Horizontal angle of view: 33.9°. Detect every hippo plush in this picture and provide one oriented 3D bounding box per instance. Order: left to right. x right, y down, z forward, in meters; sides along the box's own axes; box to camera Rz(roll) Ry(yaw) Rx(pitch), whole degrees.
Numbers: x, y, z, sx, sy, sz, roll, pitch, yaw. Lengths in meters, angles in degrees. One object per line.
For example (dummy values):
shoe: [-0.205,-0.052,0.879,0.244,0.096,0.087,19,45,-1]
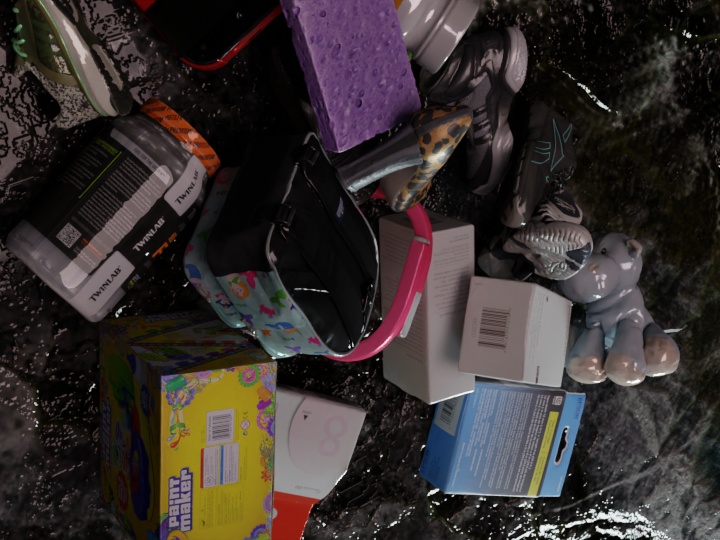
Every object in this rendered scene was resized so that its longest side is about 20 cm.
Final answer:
hippo plush: [0.331,0.039,1.491,0.198,0.159,0.163,-21,114,-24]

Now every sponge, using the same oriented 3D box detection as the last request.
sponge: [-0.013,-0.224,1.109,0.111,0.030,0.202,-30,115,-30]

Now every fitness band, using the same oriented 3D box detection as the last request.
fitness band: [0.000,0.000,1.290,0.037,0.142,0.203,20,88,-67]

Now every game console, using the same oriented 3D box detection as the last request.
game console: [-0.136,-0.311,1.121,0.199,0.031,0.177,-40,97,9]

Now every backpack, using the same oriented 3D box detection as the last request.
backpack: [-0.067,-0.012,1.156,0.200,0.149,0.179,51,44,-39]

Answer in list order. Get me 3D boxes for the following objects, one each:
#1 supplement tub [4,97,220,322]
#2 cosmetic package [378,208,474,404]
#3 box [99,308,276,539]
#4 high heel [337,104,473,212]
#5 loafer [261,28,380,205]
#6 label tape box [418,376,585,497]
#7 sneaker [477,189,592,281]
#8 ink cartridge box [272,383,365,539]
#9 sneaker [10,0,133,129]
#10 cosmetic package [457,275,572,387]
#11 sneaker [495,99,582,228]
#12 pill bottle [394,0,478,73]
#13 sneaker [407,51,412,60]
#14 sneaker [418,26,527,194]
supplement tub: [-0.234,-0.061,1.139,0.200,0.122,0.123,-49,122,-10]
cosmetic package: [0.078,0.039,1.370,0.070,0.101,0.203,-11,110,-29]
box: [-0.179,0.165,1.193,0.121,0.192,0.203,-5,105,-29]
high heel: [0.077,-0.119,1.196,0.199,0.141,0.072,-7,72,-66]
loafer: [-0.041,-0.163,1.254,0.073,0.071,0.202,-32,109,-20]
label tape box: [0.183,0.208,1.504,0.198,0.066,0.145,9,99,-35]
sneaker: [0.228,-0.054,1.391,0.079,0.199,0.130,40,68,-6]
ink cartridge box: [-0.097,0.233,1.350,0.161,0.057,0.203,17,90,-34]
sneaker: [-0.297,-0.215,1.092,0.088,0.077,0.201,-27,105,11]
cosmetic package: [0.183,0.074,1.375,0.200,0.080,0.115,13,85,-66]
sneaker: [0.211,-0.120,1.365,0.078,0.076,0.201,25,50,-5]
pill bottle: [0.016,-0.289,1.191,0.199,0.111,0.112,34,84,-6]
sneaker: [0.035,-0.268,1.288,0.200,0.077,0.084,-44,100,-14]
sneaker: [0.118,-0.184,1.354,0.112,0.076,0.202,2,120,-13]
